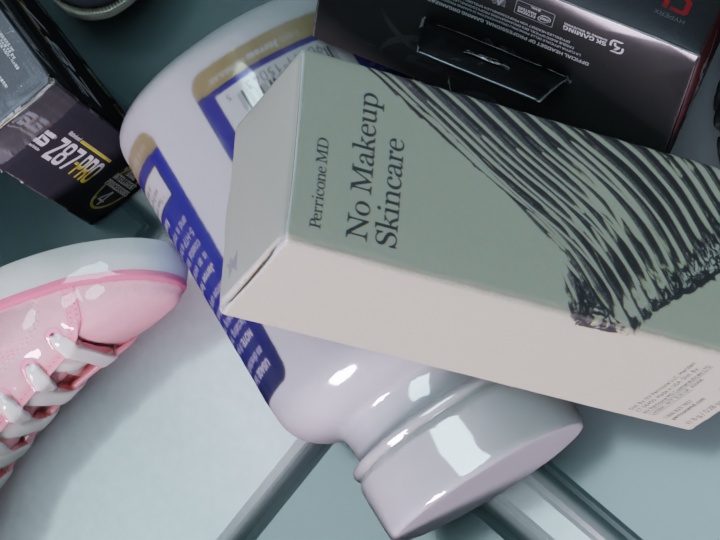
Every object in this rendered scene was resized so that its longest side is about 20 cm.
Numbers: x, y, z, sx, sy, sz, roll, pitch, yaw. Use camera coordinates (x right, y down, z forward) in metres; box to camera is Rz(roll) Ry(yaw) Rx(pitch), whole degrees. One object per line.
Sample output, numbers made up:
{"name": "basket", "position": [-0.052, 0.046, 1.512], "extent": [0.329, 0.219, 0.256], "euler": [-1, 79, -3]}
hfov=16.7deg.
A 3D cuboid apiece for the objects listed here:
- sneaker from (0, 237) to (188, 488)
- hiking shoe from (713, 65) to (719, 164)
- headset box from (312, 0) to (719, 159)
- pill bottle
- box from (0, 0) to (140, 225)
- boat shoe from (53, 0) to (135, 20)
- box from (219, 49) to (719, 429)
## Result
{"name": "sneaker", "position": [-0.152, 0.061, 1.027], "extent": [0.199, 0.075, 0.105], "euler": [-20, 74, 16]}
{"name": "hiking shoe", "position": [0.189, -0.050, 0.984], "extent": [0.086, 0.074, 0.202], "euler": [10, 84, -9]}
{"name": "headset box", "position": [0.081, -0.138, 0.953], "extent": [0.148, 0.075, 0.201], "euler": [23, 54, 8]}
{"name": "pill bottle", "position": [0.000, 0.000, 0.981], "extent": [0.119, 0.120, 0.201], "euler": [-32, 77, 6]}
{"name": "box", "position": [-0.174, -0.120, 1.014], "extent": [0.049, 0.161, 0.200], "euler": [-39, 76, 4]}
{"name": "boat shoe", "position": [-0.101, -0.208, 1.035], "extent": [0.072, 0.063, 0.202], "euler": [14, 85, 13]}
{"name": "box", "position": [0.053, -0.009, 0.895], "extent": [0.198, 0.068, 0.083], "euler": [13, 62, -20]}
